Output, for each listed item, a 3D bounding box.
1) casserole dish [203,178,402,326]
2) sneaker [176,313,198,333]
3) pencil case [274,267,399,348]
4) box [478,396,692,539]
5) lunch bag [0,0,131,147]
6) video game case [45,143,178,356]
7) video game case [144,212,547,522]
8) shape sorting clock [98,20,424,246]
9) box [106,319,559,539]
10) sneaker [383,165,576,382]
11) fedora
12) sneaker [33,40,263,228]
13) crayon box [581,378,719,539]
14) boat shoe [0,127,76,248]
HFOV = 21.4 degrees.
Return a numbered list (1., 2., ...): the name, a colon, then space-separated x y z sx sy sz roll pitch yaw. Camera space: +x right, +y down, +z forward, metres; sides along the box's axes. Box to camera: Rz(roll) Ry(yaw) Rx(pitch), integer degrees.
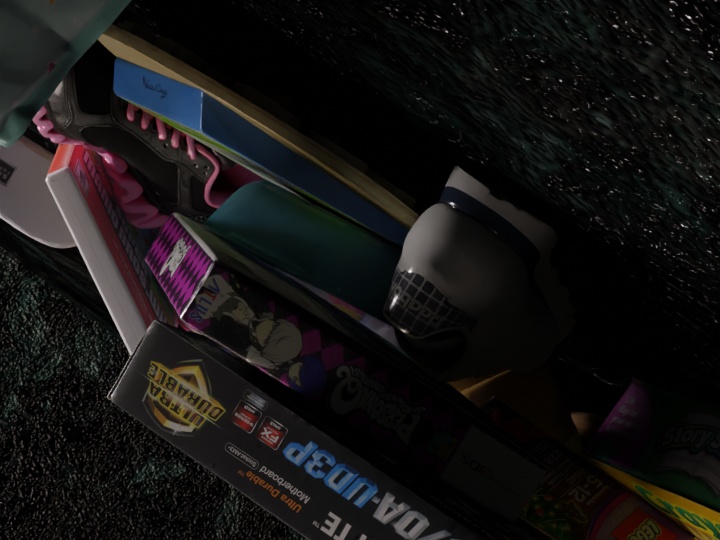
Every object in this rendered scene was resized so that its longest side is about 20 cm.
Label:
1. casserole dish: 0.000 0.000 1.011 0.121 0.039 0.200 28 179 30
2. sneaker: -0.043 0.013 1.257 0.074 0.087 0.200 48 -164 15
3. pencil case: 0.012 0.055 1.208 0.200 0.090 0.084 51 -158 -53
4. box: 0.055 0.160 0.960 0.137 0.200 0.039 35 140 25
5. lunch bag: -0.220 -0.165 0.869 0.170 0.122 0.200 40 179 -38
6. video game case: -0.149 -0.027 1.188 0.200 0.017 0.144 -98 -14 -70
7. video game case: -0.015 0.040 0.922 0.181 0.036 0.200 32 -179 -14
8. shape sorting clock: -0.046 -0.069 0.956 0.199 0.039 0.200 29 180 0
9. box: 0.000 0.100 0.883 0.199 0.046 0.159 31 -178 23
10. sneaker: 0.052 0.018 0.924 0.076 0.081 0.200 30 171 21
11. fedora: 0.059 0.098 1.120 0.200 0.200 0.082 17 124 61
12. sneaker: -0.115 -0.085 1.080 0.095 0.079 0.200 8 160 24
13. crayon box: 0.229 0.141 0.955 0.172 0.058 0.200 39 171 -23
14. boat shoe: -0.250 -0.082 1.213 0.200 0.069 0.057 38 180 -4
